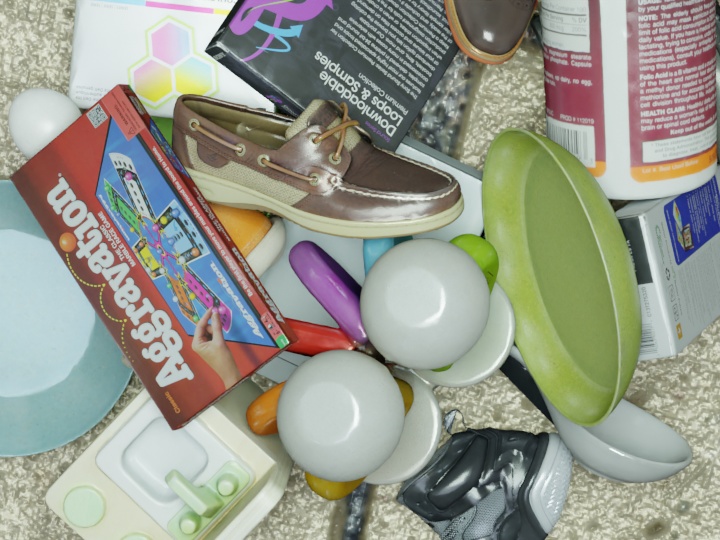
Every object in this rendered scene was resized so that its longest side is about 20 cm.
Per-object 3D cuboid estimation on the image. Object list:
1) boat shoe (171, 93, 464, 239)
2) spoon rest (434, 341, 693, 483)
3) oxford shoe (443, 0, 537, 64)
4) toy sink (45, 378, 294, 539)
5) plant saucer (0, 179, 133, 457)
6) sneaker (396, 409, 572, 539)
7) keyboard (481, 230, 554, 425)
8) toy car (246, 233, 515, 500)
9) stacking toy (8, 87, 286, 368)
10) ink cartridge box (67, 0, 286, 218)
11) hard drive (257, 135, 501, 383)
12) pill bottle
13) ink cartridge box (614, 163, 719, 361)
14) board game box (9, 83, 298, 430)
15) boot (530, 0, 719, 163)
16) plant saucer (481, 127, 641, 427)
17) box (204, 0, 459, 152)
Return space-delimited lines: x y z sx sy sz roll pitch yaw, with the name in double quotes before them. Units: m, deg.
"boat shoe" -0.030 -0.074 1.211 0.199 0.072 0.072 13 121 17
"spoon rest" 0.138 0.092 1.319 0.199 0.099 0.061 22 108 19
"oxford shoe" 0.100 -0.237 1.256 0.071 0.073 0.201 12 76 -13
"toy sink" -0.128 0.138 1.294 0.112 0.200 0.130 43 98 -4
"plant saucer" -0.254 0.033 1.365 0.200 0.039 0.202 0 99 2
"sneaker" 0.073 0.199 1.360 0.113 0.075 0.201 19 92 0
"keyboard" 0.114 0.014 1.348 0.104 0.040 0.200 -44 95 8
"toy car" 0.002 0.044 1.250 0.150 0.175 0.200 38 92 17
"stacking toy" -0.160 -0.046 1.277 0.146 0.146 0.200 -40 99 7
"ink cartridge box" -0.127 -0.109 1.321 0.147 0.076 0.201 6 97 1
"hard drive" 0.000 0.000 1.340 0.132 0.027 0.201 25 107 1
"pill bottle" 0.174 -0.156 1.229 0.114 0.114 0.201 -3 108 3
"ink cartridge box" 0.217 -0.011 1.273 0.037 0.200 0.095 -9 99 30
"board game box" -0.134 -0.008 1.212 0.103 0.019 0.200 -37 81 20
"boot" 0.195 -0.154 1.319 0.130 0.068 0.201 -16 97 16
"plant saucer" 0.133 0.001 1.224 0.031 0.200 0.201 -15 98 -15
"box" 0.005 -0.185 1.275 0.143 0.036 0.200 37 72 -16
